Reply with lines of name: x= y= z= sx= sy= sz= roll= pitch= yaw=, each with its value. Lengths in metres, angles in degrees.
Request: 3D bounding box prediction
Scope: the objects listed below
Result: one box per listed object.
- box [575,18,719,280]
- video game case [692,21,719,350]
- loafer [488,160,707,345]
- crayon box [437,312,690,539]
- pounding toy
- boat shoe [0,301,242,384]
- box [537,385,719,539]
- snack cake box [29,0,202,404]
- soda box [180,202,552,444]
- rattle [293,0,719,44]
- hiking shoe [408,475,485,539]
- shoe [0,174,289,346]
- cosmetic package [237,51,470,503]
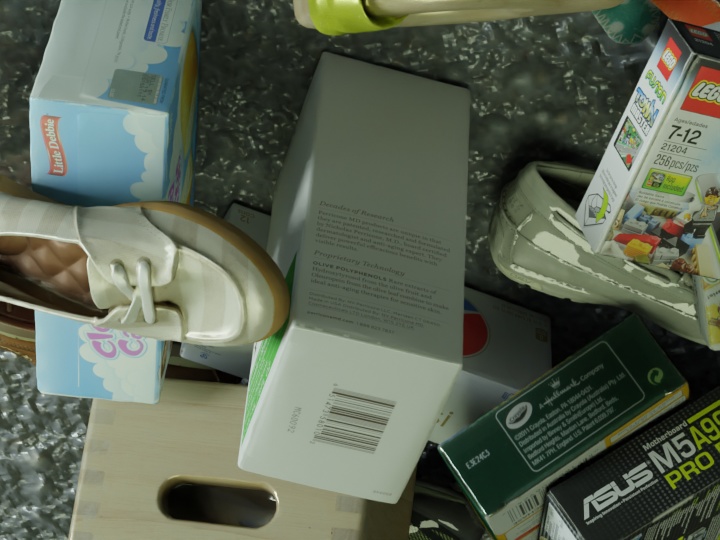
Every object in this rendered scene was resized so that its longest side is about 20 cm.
box: x=0.213 y=-0.043 z=0.914 sx=0.199 sy=0.035 sz=0.110 roll=11 pitch=121 yaw=-20
video game case: x=0.254 y=-0.061 z=0.947 sx=0.199 sy=0.023 sz=0.182 roll=-16 pitch=127 yaw=-2
loafer: x=0.167 y=-0.009 z=1.017 sx=0.199 sy=0.070 sz=0.070 roll=13 pitch=137 yaw=-11
crayon box: x=0.121 y=0.107 z=1.077 sx=0.126 sy=0.052 sz=0.200 roll=-34 pitch=156 yaw=-2
pounding toy: x=-0.081 y=0.152 z=1.086 sx=0.199 sy=0.143 sz=0.184 roll=4 pitch=163 yaw=11
boat shoe: x=-0.161 y=0.037 z=1.084 sx=0.199 sy=0.072 sz=0.068 roll=16 pitch=132 yaw=-10
box: x=0.173 y=0.133 z=1.077 sx=0.160 sy=0.044 sz=0.200 roll=-30 pitch=157 yaw=-12
snack cake box: x=-0.122 y=-0.042 z=0.975 sx=0.067 sy=0.115 sz=0.200 roll=7 pitch=135 yaw=-1
soda box: x=0.006 y=0.036 z=1.074 sx=0.199 sy=0.068 sz=0.064 roll=20 pitch=133 yaw=-14
rattle: x=0.066 y=-0.172 z=0.896 sx=0.199 sy=0.143 sz=0.130 roll=-6 pitch=168 yaw=-10
hiking shoe: x=-0.018 y=0.182 z=1.185 sx=0.199 sy=0.101 sz=0.076 roll=-8 pitch=155 yaw=17
shoe: x=-0.124 y=0.002 z=0.875 sx=0.199 sy=0.053 sz=0.070 roll=14 pitch=128 yaw=28
cosmetic package: x=0.000 y=0.000 z=0.947 sx=0.085 sy=0.200 sz=0.108 roll=13 pitch=131 yaw=-9
